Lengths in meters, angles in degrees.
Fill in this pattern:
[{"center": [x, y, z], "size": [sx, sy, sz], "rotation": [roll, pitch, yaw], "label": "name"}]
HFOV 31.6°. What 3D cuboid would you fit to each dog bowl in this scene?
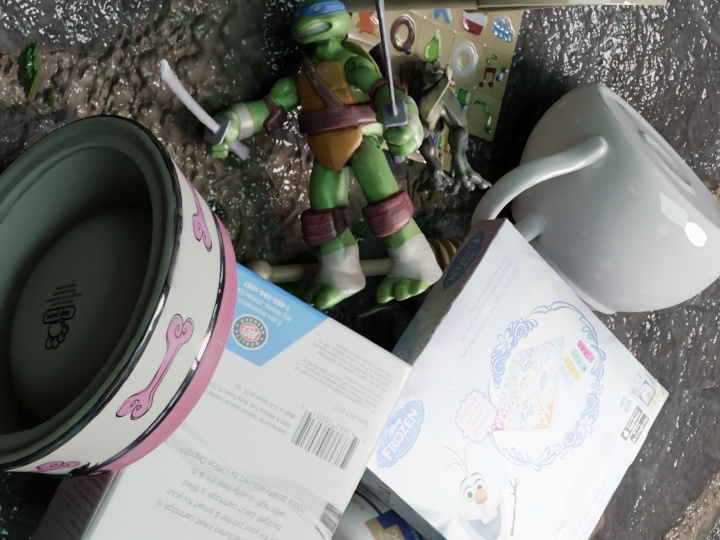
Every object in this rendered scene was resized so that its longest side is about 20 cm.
[{"center": [-0.150, 0.021, 0.696], "size": [0.074, 0.199, 0.202], "rotation": [35, 77, -46], "label": "dog bowl"}]

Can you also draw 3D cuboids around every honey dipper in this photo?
[{"center": [0.000, 0.000, 0.922], "size": [0.198, 0.038, 0.039], "rotation": [-6, 103, -36], "label": "honey dipper"}]

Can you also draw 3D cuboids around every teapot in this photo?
[{"center": [0.185, -0.038, 0.995], "size": [0.200, 0.198, 0.146], "rotation": [43, 110, -11], "label": "teapot"}]

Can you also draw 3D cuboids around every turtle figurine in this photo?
[{"center": [-0.029, -0.068, 0.805], "size": [0.142, 0.200, 0.197], "rotation": [-15, 103, 4], "label": "turtle figurine"}]

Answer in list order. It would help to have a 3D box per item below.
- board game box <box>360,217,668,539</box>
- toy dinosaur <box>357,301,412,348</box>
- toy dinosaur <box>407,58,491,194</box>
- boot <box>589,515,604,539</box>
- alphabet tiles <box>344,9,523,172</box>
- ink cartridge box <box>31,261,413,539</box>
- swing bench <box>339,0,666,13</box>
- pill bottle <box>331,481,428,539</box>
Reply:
[{"center": [0.103, 0.105, 0.895], "size": [0.199, 0.043, 0.201], "rotation": [45, 68, -23], "label": "board game box"}, {"center": [0.074, 0.065, 0.962], "size": [0.197, 0.102, 0.078], "rotation": [3, 88, -30], "label": "toy dinosaur"}, {"center": [0.053, -0.097, 0.860], "size": [0.047, 0.200, 0.089], "rotation": [-13, 101, 2], "label": "toy dinosaur"}, {"center": [0.159, 0.277, 1.099], "size": [0.200, 0.064, 0.188], "rotation": [-47, 127, -28], "label": "boot"}, {"center": [0.058, -0.183, 0.948], "size": [0.165, 0.006, 0.203], "rotation": [13, 91, -40], "label": "alphabet tiles"}, {"center": [-0.082, 0.109, 0.754], "size": [0.145, 0.084, 0.202], "rotation": [32, 82, -28], "label": "ink cartridge box"}, {"center": [0.091, -0.271, 0.823], "size": [0.128, 0.199, 0.202], "rotation": [-8, 102, -36], "label": "swing bench"}, {"center": [0.053, 0.192, 0.954], "size": [0.198, 0.110, 0.113], "rotation": [-18, 110, -36], "label": "pill bottle"}]
